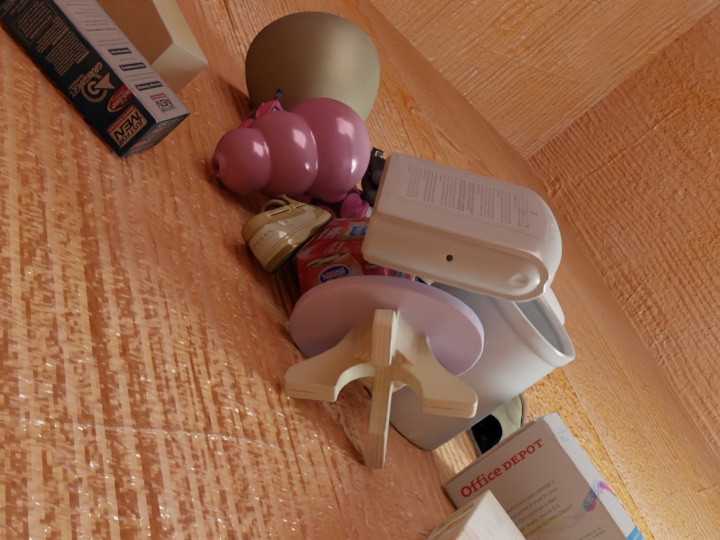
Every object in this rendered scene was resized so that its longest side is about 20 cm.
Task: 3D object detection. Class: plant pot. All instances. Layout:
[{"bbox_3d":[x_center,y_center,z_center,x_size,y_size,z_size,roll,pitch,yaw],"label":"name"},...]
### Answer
[{"bbox_3d":[-0.069,-0.246,1.360,0.200,0.200,0.135,38,36,-36],"label":"plant pot"}]

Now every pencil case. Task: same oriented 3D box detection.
[{"bbox_3d":[-0.076,-0.140,1.283,0.200,0.091,0.094,48,8,-19],"label":"pencil case"}]

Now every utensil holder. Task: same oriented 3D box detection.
[{"bbox_3d":[0.119,0.091,1.112,0.170,0.200,0.170,44,18,-19],"label":"utensil holder"}]

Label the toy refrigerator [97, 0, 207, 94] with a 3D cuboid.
[{"bbox_3d":[-0.263,-0.305,1.158,0.070,0.076,0.200,24,32,-56],"label":"toy refrigerator"}]

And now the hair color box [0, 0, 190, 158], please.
[{"bbox_3d":[-0.274,-0.215,0.975,0.200,0.060,0.100,49,18,-5],"label":"hair color box"}]

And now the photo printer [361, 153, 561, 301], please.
[{"bbox_3d":[0.110,-0.045,0.993,0.199,0.070,0.167,15,31,-1],"label":"photo printer"}]

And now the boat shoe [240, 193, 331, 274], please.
[{"bbox_3d":[-0.086,-0.055,1.103,0.066,0.074,0.200,46,13,-3],"label":"boat shoe"}]

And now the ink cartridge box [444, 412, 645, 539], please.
[{"bbox_3d":[0.210,0.278,1.053,0.200,0.144,0.085,56,18,16],"label":"ink cartridge box"}]

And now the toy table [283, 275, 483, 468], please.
[{"bbox_3d":[0.021,0.091,0.947,0.117,0.199,0.184,-77,160,-56],"label":"toy table"}]

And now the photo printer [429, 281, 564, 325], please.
[{"bbox_3d":[0.156,0.067,1.253,0.166,0.200,0.070,41,20,-27],"label":"photo printer"}]

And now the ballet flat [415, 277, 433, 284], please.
[{"bbox_3d":[0.103,0.063,1.346,0.200,0.067,0.068,50,18,-6],"label":"ballet flat"}]

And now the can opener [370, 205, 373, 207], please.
[{"bbox_3d":[0.064,-0.050,1.342,0.200,0.063,0.079,47,4,39],"label":"can opener"}]

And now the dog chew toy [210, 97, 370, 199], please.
[{"bbox_3d":[-0.087,-0.141,1.150,0.199,0.125,0.125,-15,62,-34],"label":"dog chew toy"}]

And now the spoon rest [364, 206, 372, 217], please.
[{"bbox_3d":[0.012,-0.032,1.310,0.099,0.061,0.200,21,30,-37],"label":"spoon rest"}]

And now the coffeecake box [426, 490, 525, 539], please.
[{"bbox_3d":[0.118,0.312,0.880,0.154,0.073,0.200,54,18,8],"label":"coffeecake box"}]

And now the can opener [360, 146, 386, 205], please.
[{"bbox_3d":[0.010,-0.131,1.294,0.066,0.053,0.200,15,16,-12],"label":"can opener"}]

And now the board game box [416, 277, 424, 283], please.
[{"bbox_3d":[0.141,0.019,1.452,0.135,0.035,0.200,12,-4,32],"label":"board game box"}]

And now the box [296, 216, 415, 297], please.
[{"bbox_3d":[0.000,0.000,1.110,0.200,0.099,0.096,-52,138,-72],"label":"box"}]

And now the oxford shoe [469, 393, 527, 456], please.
[{"bbox_3d":[0.180,0.193,1.277,0.074,0.071,0.200,38,21,-27],"label":"oxford shoe"}]
